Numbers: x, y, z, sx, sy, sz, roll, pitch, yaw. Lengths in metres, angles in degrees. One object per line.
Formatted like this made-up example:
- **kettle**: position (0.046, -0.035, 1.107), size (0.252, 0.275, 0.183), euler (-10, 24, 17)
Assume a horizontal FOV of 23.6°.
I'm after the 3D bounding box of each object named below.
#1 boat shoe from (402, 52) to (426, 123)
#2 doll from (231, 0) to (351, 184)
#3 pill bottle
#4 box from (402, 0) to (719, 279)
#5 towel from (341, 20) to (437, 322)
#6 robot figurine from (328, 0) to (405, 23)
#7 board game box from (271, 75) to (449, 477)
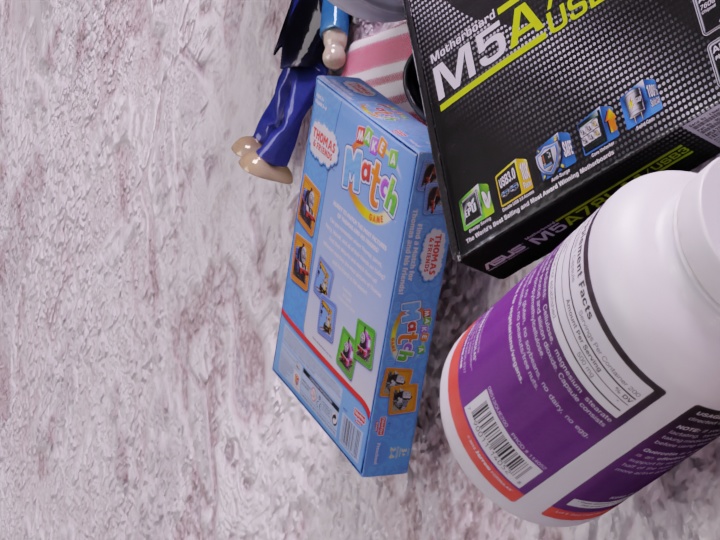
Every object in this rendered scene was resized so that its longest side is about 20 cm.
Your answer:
- **boat shoe**: position (0.084, -0.091, 0.955), size (0.200, 0.062, 0.076), euler (32, 110, 60)
- **doll**: position (-0.036, -0.165, 1.228), size (0.137, 0.048, 0.202), euler (-121, 49, -66)
- **pill bottle**: position (0.126, 0.031, 0.781), size (0.200, 0.111, 0.114), euler (-46, 44, 49)
- **box**: position (0.113, -0.124, 0.860), size (0.199, 0.047, 0.195), euler (-31, 56, 35)
- **towel**: position (0.018, -0.062, 1.123), size (0.146, 0.030, 0.203), euler (-1, 80, 64)
- **robot figurine**: position (0.034, -0.221, 1.018), size (0.199, 0.112, 0.171), euler (-31, 82, 48)
- **board game box**: position (0.000, 0.000, 1.052), size (0.151, 0.036, 0.202), euler (-137, 51, -57)
